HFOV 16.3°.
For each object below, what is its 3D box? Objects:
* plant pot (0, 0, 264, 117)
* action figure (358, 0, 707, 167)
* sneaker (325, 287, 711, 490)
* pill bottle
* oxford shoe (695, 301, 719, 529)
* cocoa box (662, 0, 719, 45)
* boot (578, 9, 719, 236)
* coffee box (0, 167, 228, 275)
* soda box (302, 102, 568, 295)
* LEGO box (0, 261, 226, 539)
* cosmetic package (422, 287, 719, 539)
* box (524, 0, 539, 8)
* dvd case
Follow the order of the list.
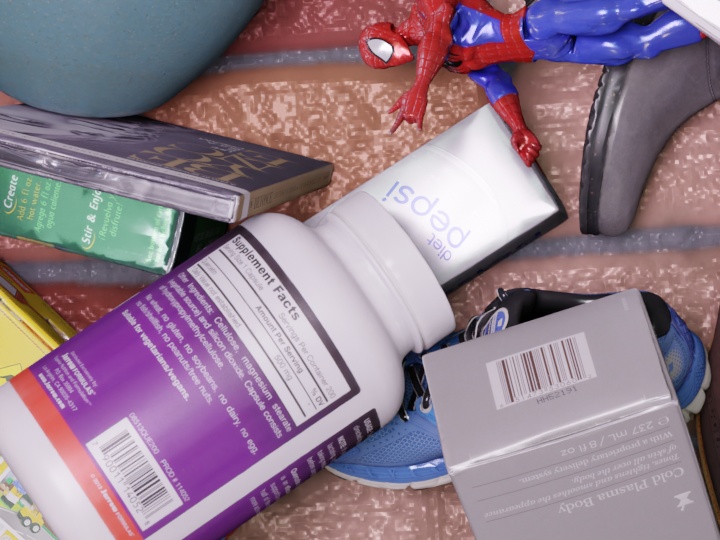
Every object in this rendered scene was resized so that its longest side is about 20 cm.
[{"bbox_3d":[-0.127,-0.152,1.195,0.200,0.200,0.135,16,117,9],"label":"plant pot"},{"bbox_3d":[0.089,-0.087,1.132,0.200,0.065,0.099,0,61,21],"label":"action figure"},{"bbox_3d":[0.060,0.044,1.181,0.200,0.089,0.079,-14,55,10],"label":"sneaker"},{"bbox_3d":[-0.060,0.051,1.121,0.200,0.112,0.113,-34,83,-9],"label":"pill bottle"},{"bbox_3d":[0.193,0.046,1.180,0.071,0.073,0.200,0,88,9],"label":"oxford shoe"},{"bbox_3d":[0.230,-0.150,0.992,0.133,0.131,0.200,36,99,6],"label":"cocoa box"},{"bbox_3d":[0.184,-0.097,1.192,0.131,0.070,0.200,18,95,4],"label":"boot"},{"bbox_3d":[-0.169,-0.043,1.210,0.200,0.123,0.044,13,96,7],"label":"coffee box"},{"bbox_3d":[0.000,0.000,1.215,0.200,0.068,0.063,-32,84,6],"label":"soda box"},{"bbox_3d":[-0.178,0.101,1.226,0.200,0.077,0.149,44,93,8],"label":"LEGO box"},{"bbox_3d":[0.107,0.116,1.130,0.107,0.090,0.200,-20,126,6],"label":"cosmetic package"},{"bbox_3d":[0.107,-0.242,1.145,0.049,0.160,0.200,-3,71,-29],"label":"box"},{"bbox_3d":[-0.104,-0.055,1.167,0.148,0.200,0.016,14,99,9],"label":"dvd case"}]
